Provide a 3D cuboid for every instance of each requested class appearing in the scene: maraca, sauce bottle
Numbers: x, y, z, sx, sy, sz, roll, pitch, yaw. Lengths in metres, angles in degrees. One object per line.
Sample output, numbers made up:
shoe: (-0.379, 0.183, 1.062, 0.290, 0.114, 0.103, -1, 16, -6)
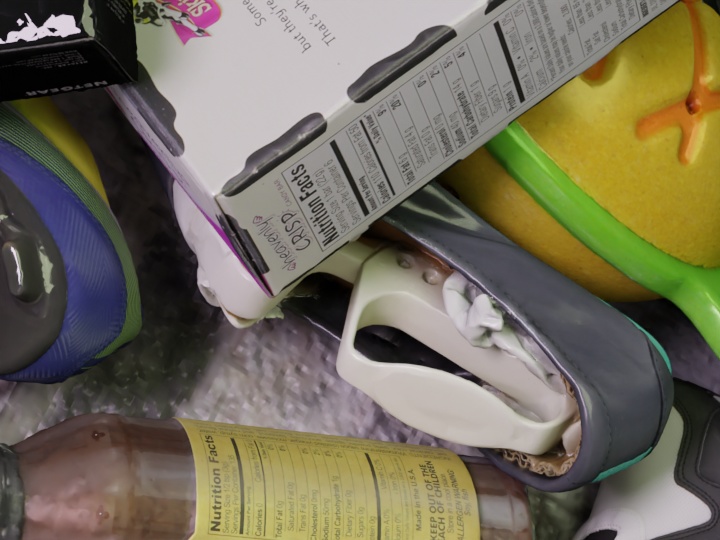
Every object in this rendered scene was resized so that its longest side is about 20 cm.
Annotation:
maraca: (0.079, -0.039, 0.779, 0.200, 0.107, 0.137, 44, 28, -12)
sauce bottle: (-0.050, 0.074, 0.699, 0.199, 0.065, 0.065, 8, 67, -21)

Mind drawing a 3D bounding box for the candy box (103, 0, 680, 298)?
candy box: (0.012, -0.106, 0.701, 0.200, 0.061, 0.137, -35, 57, -5)

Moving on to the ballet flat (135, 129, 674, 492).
ballet flat: (0.000, 0.000, 0.725, 0.200, 0.073, 0.073, 34, 58, 9)

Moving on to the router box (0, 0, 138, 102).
router box: (-0.166, -0.112, 0.657, 0.199, 0.051, 0.150, -7, 79, 6)

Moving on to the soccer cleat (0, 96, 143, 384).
soccer cleat: (-0.126, -0.054, 0.724, 0.201, 0.065, 0.084, 62, 21, 16)

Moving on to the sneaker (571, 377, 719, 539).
sneaker: (0.071, 0.119, 0.735, 0.080, 0.074, 0.201, 21, 62, -15)

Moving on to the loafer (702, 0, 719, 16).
loafer: (0.130, -0.097, 0.849, 0.200, 0.070, 0.068, 36, 59, -9)
